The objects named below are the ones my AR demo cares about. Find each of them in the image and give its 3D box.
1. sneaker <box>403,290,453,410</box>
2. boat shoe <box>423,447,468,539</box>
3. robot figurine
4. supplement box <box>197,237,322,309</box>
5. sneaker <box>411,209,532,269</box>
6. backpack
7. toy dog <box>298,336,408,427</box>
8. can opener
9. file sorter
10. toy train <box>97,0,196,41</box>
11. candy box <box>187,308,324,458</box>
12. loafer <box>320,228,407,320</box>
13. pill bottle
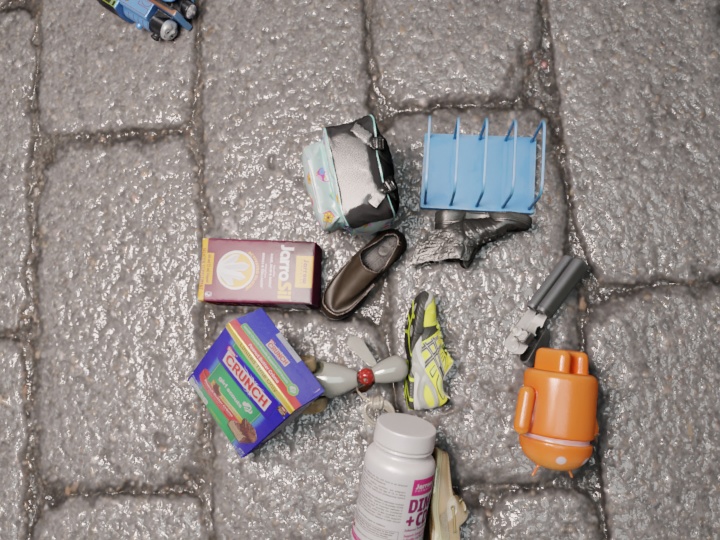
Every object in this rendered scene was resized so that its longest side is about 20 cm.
[{"bbox_3d":[0.116,0.135,0.983,0.076,0.075,0.201,3,90,-6],"label":"sneaker"},{"bbox_3d":[0.139,0.391,0.942,0.065,0.072,0.201,1,82,-7],"label":"boat shoe"},{"bbox_3d":[0.316,0.227,0.922,0.116,0.144,0.201,4,84,26],"label":"robot figurine"},{"bbox_3d":[-0.172,0.006,1.013,0.199,0.086,0.111,2,82,5],"label":"supplement box"},{"bbox_3d":[0.192,-0.049,1.004,0.199,0.060,0.105,4,81,11],"label":"sneaker"},{"bbox_3d":[-0.012,-0.141,0.966,0.153,0.200,0.176,-17,85,8],"label":"backpack"},{"bbox_3d":[-0.028,0.178,0.980,0.199,0.096,0.132,11,98,-6],"label":"toy dog"},{"bbox_3d":[0.316,0.066,0.985,0.066,0.053,0.200,35,87,-26],"label":"can opener"},{"bbox_3d":[0.206,-0.181,0.987,0.199,0.123,0.139,4,83,5],"label":"file sorter"},{"bbox_3d":[-0.413,-0.522,1.115,0.200,0.087,0.114,34,95,7],"label":"toy train"},{"bbox_3d":[-0.176,0.186,0.939,0.169,0.077,0.200,51,130,10],"label":"candy box"},{"bbox_3d":[0.000,0.000,1.005,0.073,0.071,0.200,39,87,9],"label":"loafer"},{"bbox_3d":[0.056,0.337,0.911,0.113,0.113,0.201,10,97,7],"label":"pill bottle"}]
